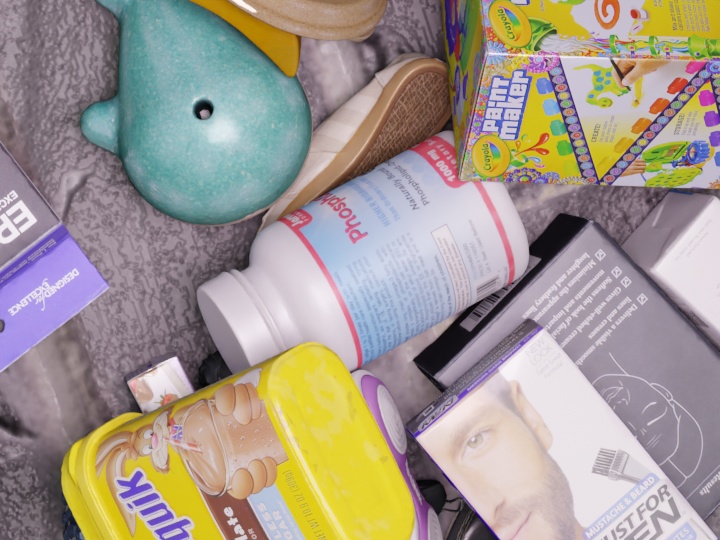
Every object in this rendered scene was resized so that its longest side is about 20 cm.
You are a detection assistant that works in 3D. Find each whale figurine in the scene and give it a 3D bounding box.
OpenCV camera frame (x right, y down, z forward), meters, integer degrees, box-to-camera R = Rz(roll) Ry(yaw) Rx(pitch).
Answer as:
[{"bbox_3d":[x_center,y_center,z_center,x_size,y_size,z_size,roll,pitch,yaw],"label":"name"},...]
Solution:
[{"bbox_3d":[-0.112,-0.128,1.600,0.158,0.104,0.201,-24,84,0],"label":"whale figurine"}]

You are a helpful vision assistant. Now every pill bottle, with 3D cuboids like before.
[{"bbox_3d":[0.000,0.000,1.588,0.199,0.109,0.109,-29,97,-14],"label":"pill bottle"}]

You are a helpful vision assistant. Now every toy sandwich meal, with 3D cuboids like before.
[{"bbox_3d":[-0.076,-0.209,1.589,0.205,0.205,0.070,35,126,-8],"label":"toy sandwich meal"}]

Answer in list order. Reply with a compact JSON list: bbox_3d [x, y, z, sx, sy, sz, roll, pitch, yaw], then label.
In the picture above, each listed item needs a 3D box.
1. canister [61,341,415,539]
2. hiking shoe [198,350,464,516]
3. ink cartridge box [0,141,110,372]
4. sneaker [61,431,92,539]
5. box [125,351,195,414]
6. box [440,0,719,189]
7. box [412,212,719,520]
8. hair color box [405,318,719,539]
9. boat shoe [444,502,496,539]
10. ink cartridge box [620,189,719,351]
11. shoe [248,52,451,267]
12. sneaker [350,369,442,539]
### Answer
[{"bbox_3d":[-0.076,0.139,1.530,0.086,0.200,0.149,-30,94,-49],"label":"canister"},{"bbox_3d":[-0.026,0.115,1.653,0.087,0.074,0.200,-45,109,-5],"label":"hiking shoe"},{"bbox_3d":[-0.299,-0.007,1.622,0.198,0.043,0.200,-38,99,-3],"label":"ink cartridge box"},{"bbox_3d":[-0.150,0.200,1.647,0.085,0.077,0.201,-8,103,-16],"label":"sneaker"},{"bbox_3d":[-0.096,0.151,1.658,0.039,0.041,0.201,-27,96,-4],"label":"box"},{"bbox_3d":[0.155,-0.168,1.575,0.192,0.122,0.201,2,52,-7],"label":"box"},{"bbox_3d":[0.160,0.084,1.650,0.148,0.107,0.200,-44,97,-2],"label":"box"},{"bbox_3d":[0.133,0.142,1.567,0.109,0.065,0.200,-40,96,-1],"label":"hair color box"},{"bbox_3d":[0.081,0.237,1.673,0.071,0.068,0.201,16,91,-6],"label":"boat shoe"},{"bbox_3d":[0.273,0.037,1.656,0.200,0.116,0.068,42,89,-9],"label":"ink cartridge box"},{"bbox_3d":[-0.010,-0.063,1.652,0.070,0.053,0.200,36,94,-38],"label":"shoe"},{"bbox_3d":[-0.005,0.160,1.603,0.099,0.075,0.201,-14,110,13],"label":"sneaker"}]
